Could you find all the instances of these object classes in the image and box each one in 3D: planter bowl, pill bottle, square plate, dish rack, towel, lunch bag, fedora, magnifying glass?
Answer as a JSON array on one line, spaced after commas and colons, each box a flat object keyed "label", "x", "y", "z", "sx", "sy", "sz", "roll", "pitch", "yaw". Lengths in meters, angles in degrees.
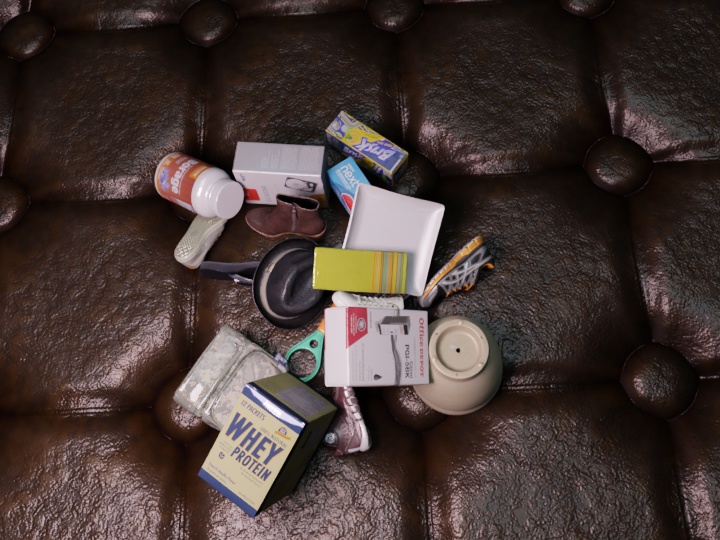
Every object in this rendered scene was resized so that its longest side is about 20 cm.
[{"label": "planter bowl", "x": 0.195, "y": 0.177, "z": 1.514, "sx": 0.196, "sy": 0.135, "sz": 0.204, "roll": -2, "pitch": 68, "yaw": 4}, {"label": "pill bottle", "x": -0.361, "y": -0.187, "z": 1.687, "sx": 0.198, "sy": 0.113, "sz": 0.113, "roll": 24, "pitch": 70, "yaw": 31}, {"label": "square plate", "x": 0.061, "y": -0.063, "z": 1.569, "sx": 0.197, "sy": 0.028, "sz": 0.202, "roll": 13, "pitch": 96, "yaw": -15}, {"label": "dish rack", "x": 0.043, "y": -0.014, "z": 1.648, "sx": 0.153, "sy": 0.055, "sz": 0.201, "roll": -37, "pitch": 72, "yaw": -9}, {"label": "towel", "x": 0.000, "y": 0.000, "z": 1.544, "sx": 0.196, "sy": 0.018, "sz": 0.088, "roll": 3, "pitch": 94, "yaw": -13}, {"label": "lunch bag", "x": -0.258, "y": 0.231, "z": 1.528, "sx": 0.167, "sy": 0.139, "sz": 0.201, "roll": 35, "pitch": 74, "yaw": 1}, {"label": "fedora", "x": -0.127, "y": 0.028, "z": 1.577, "sx": 0.198, "sy": 0.091, "sz": 0.205, "roll": 0, "pitch": 90, "yaw": -28}, {"label": "magnifying glass", "x": -0.095, "y": 0.151, "z": 1.606, "sx": 0.079, "sy": 0.022, "sz": 0.201, "roll": 28, "pitch": 71, "yaw": 14}]

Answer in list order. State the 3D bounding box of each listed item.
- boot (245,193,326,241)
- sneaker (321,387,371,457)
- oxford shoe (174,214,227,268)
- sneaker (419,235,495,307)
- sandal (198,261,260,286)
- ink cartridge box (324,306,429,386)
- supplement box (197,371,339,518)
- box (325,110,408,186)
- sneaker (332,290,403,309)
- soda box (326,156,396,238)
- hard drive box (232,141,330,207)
[{"label": "boot", "x": -0.171, "y": -0.131, "z": 1.647, "sx": 0.197, "sy": 0.167, "sz": 0.073, "roll": 13, "pitch": 68, "yaw": 9}, {"label": "sneaker", "x": -0.058, "y": 0.281, "z": 1.523, "sx": 0.114, "sy": 0.076, "sz": 0.203, "roll": -19, "pitch": 68, "yaw": -1}, {"label": "oxford shoe", "x": -0.351, "y": -0.082, "z": 1.704, "sx": 0.074, "sy": 0.058, "sz": 0.201, "roll": 11, "pitch": 53, "yaw": 27}, {"label": "sneaker", "x": 0.209, "y": 0.015, "z": 1.615, "sx": 0.200, "sy": 0.078, "sz": 0.077, "roll": -42, "pitch": 90, "yaw": -6}, {"label": "sandal", "x": -0.260, "y": 0.015, "z": 1.649, "sx": 0.196, "sy": 0.076, "sz": 0.044, "roll": 1, "pitch": 65, "yaw": 16}, {"label": "ink cartridge box", "x": 0.034, "y": 0.147, "z": 1.436, "sx": 0.197, "sy": 0.082, "sz": 0.150, "roll": 4, "pitch": 81, "yaw": -36}, {"label": "supplement box", "x": -0.166, "y": 0.319, "z": 1.412, "sx": 0.133, "sy": 0.199, "sz": 0.202, "roll": 31, "pitch": 97, "yaw": 16}, {"label": "box", "x": 0.016, "y": -0.285, "z": 1.754, "sx": 0.199, "sy": 0.064, "sz": 0.070, "roll": 35, "pitch": 74, "yaw": 16}, {"label": "sneaker", "x": 0.039, "y": 0.075, "z": 1.559, "sx": 0.198, "sy": 0.073, "sz": 0.085, "roll": 26, "pitch": 108, "yaw": -15}, {"label": "soda box", "x": 0.003, "y": -0.148, "z": 1.647, "sx": 0.067, "sy": 0.064, "sz": 0.201, "roll": -29, "pitch": 63, "yaw": -7}, {"label": "hard drive box", "x": -0.172, "y": -0.214, "z": 1.689, "sx": 0.196, "sy": 0.156, "sz": 0.078, "roll": 4, "pitch": 69, "yaw": 6}]
